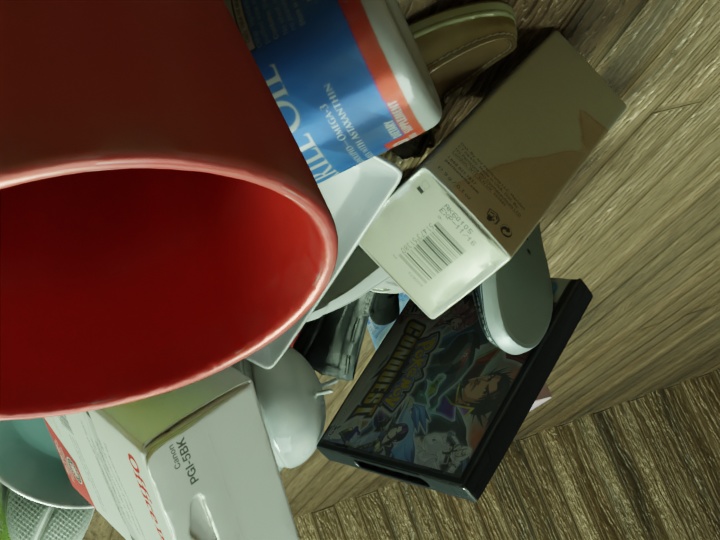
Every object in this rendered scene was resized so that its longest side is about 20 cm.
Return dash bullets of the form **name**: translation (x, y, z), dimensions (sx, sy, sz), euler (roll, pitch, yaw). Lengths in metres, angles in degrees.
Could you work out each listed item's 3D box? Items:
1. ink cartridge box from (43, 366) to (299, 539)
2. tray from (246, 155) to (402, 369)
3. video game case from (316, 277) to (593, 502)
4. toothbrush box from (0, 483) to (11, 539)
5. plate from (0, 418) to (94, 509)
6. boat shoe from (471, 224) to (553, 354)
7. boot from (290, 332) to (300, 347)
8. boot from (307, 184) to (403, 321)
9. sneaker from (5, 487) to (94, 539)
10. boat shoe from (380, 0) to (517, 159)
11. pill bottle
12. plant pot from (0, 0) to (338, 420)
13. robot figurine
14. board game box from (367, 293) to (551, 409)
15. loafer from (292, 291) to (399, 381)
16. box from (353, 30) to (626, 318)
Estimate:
- **ink cartridge box**: translation (-0.139, 0.113, 0.748), dimensions (0.083, 0.199, 0.148), euler (-30, 125, -28)
- **tray**: translation (-0.062, -0.024, 0.722), dimensions (0.107, 0.022, 0.201), euler (28, 128, -9)
- **video game case**: translation (0.075, 0.084, 0.925), dimensions (0.180, 0.026, 0.201), euler (4, -127, 50)
- **toothbrush box**: translation (-0.322, 0.172, 0.883), dimensions (0.085, 0.202, 0.146), euler (-2, 160, -7)
- **plate**: translation (-0.205, 0.082, 0.854), dimensions (0.198, 0.202, 0.026), euler (-14, -163, -24)
- **boat shoe**: translation (0.100, -0.006, 0.916), dimensions (0.071, 0.202, 0.091), euler (33, 133, -31)
- **boot**: translation (-0.117, 0.046, 1.007), dimensions (0.198, 0.073, 0.145), euler (-14, 160, -14)
- **boot**: translation (0.000, 0.000, 0.839), dimensions (0.198, 0.074, 0.096), euler (-24, 155, -4)
- **sneaker**: translation (-0.249, 0.136, 0.908), dimensions (0.070, 0.203, 0.080), euler (2, 174, -15)
- **boat shoe**: translation (0.019, -0.102, 0.724), dimensions (0.199, 0.067, 0.074), euler (-28, 162, 19)
- **pill bottle**: translation (-0.066, -0.086, 0.591), dimensions (0.199, 0.113, 0.112), euler (-25, 163, 11)
- **plant pot**: translation (-0.125, -0.060, 0.454), dimensions (0.198, 0.179, 0.201), euler (-15, 154, -8)
- **robot figurine**: translation (-0.115, 0.129, 0.969), dimensions (0.198, 0.114, 0.170), euler (-18, -166, 2)
- **board game box**: translation (0.082, 0.069, 1.092), dimensions (0.043, 0.201, 0.200), euler (-11, 160, -31)
- **loafer**: translation (0.007, 0.015, 0.979), dimensions (0.201, 0.070, 0.068), euler (-61, -178, 32)
- **box**: translation (0.091, -0.069, 0.748), dimensions (0.200, 0.078, 0.095), euler (-47, -177, -40)
